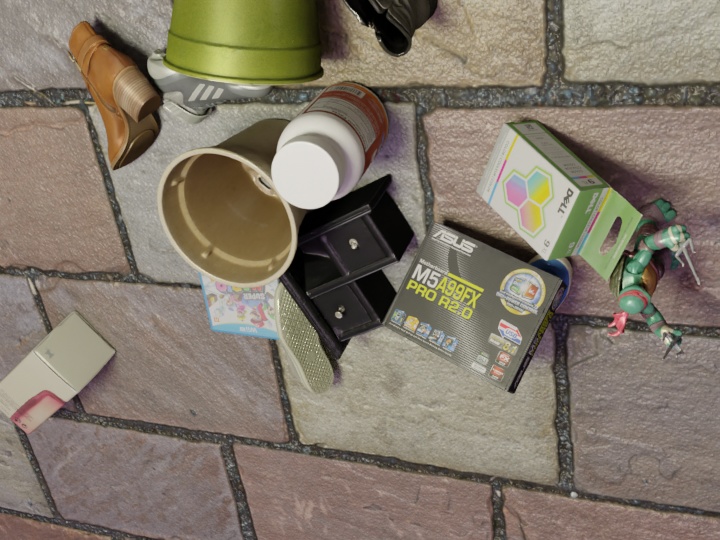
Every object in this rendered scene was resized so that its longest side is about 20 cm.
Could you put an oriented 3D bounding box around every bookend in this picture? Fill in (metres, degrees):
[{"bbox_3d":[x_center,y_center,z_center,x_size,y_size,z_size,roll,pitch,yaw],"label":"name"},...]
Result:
[{"bbox_3d":[0.000,0.000,1.285,0.198,0.092,0.201,-22,111,33],"label":"bookend"}]

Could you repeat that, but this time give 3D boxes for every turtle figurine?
[{"bbox_3d":[0.346,0.006,1.068,0.100,0.200,0.151,9,125,17],"label":"turtle figurine"}]

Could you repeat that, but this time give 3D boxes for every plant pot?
[{"bbox_3d":[-0.142,-0.109,1.218,0.199,0.184,0.202,11,124,17],"label":"plant pot"},{"bbox_3d":[-0.134,-0.340,1.076,0.199,0.200,0.195,13,114,15],"label":"plant pot"}]

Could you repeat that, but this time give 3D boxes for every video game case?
[{"bbox_3d":[-0.191,0.018,1.428,0.142,0.018,0.202,5,123,20],"label":"video game case"}]

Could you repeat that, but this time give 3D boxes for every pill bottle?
[{"bbox_3d":[-0.039,-0.155,1.127,0.111,0.200,0.113,7,120,13],"label":"pill bottle"}]

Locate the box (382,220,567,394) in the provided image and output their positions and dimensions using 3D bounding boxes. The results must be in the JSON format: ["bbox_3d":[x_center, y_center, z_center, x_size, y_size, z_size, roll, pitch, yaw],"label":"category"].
[{"bbox_3d":[0.149,0.047,1.193,0.199,0.044,0.161,27,90,26],"label":"box"}]

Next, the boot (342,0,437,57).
[{"bbox_3d":[0.006,-0.346,1.032,0.200,0.131,0.068,46,127,-9],"label":"boot"}]

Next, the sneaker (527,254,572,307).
[{"bbox_3d":[0.217,0.071,1.224,0.076,0.111,0.200,33,128,0],"label":"sneaker"}]

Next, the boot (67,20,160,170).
[{"bbox_3d":[-0.369,-0.248,1.300,0.155,0.077,0.200,46,150,6],"label":"boot"}]

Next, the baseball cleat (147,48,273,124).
[{"bbox_3d":[-0.200,-0.248,1.237,0.199,0.070,0.107,19,134,23],"label":"baseball cleat"}]

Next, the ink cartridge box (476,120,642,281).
[{"bbox_3d":[0.233,-0.083,1.083,0.200,0.059,0.104,52,138,36],"label":"ink cartridge box"}]

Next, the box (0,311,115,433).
[{"bbox_3d":[-0.561,0.187,1.631,0.109,0.128,0.200,47,128,-11],"label":"box"}]

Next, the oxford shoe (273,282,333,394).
[{"bbox_3d":[-0.097,0.104,1.417,0.058,0.075,0.201,23,136,55],"label":"oxford shoe"}]
